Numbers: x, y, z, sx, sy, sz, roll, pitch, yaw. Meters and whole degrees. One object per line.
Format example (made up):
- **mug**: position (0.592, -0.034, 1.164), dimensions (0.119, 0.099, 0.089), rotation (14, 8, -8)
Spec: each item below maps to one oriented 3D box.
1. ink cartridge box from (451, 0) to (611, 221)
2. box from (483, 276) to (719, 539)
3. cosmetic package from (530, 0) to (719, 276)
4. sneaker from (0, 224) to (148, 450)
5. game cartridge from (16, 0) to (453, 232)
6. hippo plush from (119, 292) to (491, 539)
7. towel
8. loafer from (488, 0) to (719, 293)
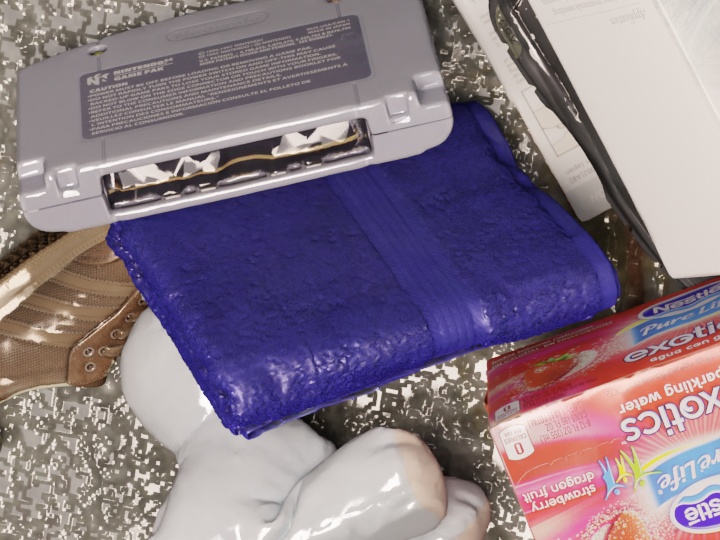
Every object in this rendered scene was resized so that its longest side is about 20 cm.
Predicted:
- **ink cartridge box**: position (0.124, -0.149, 1.386), dimensions (0.163, 0.057, 0.200), rotation (-28, 110, 7)
- **box**: position (0.165, 0.065, 1.315), dimensions (0.200, 0.095, 0.100), rotation (-21, 105, 8)
- **cosmetic package**: position (0.194, -0.131, 1.273), dimensions (0.199, 0.123, 0.200), rotation (-32, 101, -19)
- **sneaker**: position (-0.132, 0.012, 1.412), dimensions (0.200, 0.070, 0.076), rotation (-34, 105, 12)
- **game cartridge**: position (-0.062, -0.081, 1.358), dimensions (0.200, 0.133, 0.041), rotation (-12, 126, 1)
- **hippo plush**: position (-0.052, 0.091, 1.379), dimensions (0.200, 0.159, 0.161), rotation (-18, 60, -6)
- **towel**: position (0.000, 0.000, 1.332), dimensions (0.200, 0.050, 0.148), rotation (-17, 45, -21)
- **loafer**: position (0.137, -0.068, 1.351), dimensions (0.070, 0.068, 0.201), rotation (-32, 102, 18)
